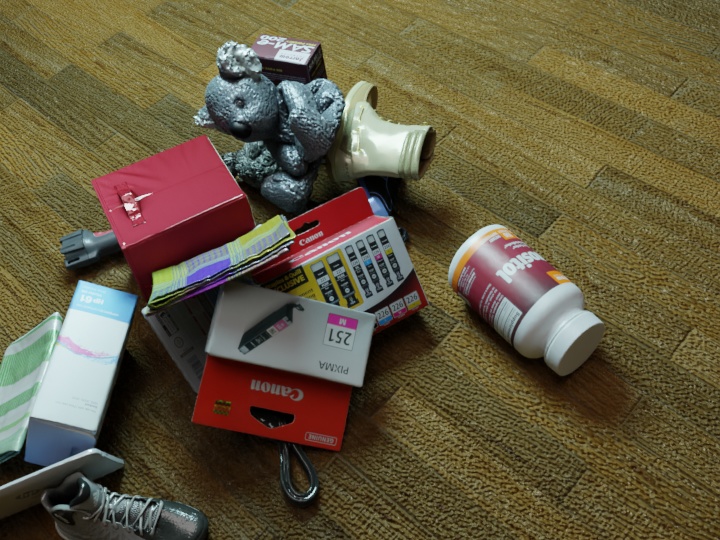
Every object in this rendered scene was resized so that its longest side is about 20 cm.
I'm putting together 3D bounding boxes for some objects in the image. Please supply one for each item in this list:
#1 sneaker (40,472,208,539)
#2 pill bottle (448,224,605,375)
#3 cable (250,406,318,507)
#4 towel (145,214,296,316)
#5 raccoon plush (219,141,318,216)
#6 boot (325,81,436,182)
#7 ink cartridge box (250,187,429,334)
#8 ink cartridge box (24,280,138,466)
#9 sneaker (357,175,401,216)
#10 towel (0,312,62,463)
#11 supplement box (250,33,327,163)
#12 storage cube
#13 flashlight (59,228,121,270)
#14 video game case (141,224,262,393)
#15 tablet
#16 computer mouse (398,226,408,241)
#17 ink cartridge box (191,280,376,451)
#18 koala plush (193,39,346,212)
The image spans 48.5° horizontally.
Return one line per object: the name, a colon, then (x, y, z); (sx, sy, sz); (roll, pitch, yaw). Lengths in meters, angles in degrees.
sneaker: (-0.284, 0.285, 0.934); (0.197, 0.116, 0.076); (1, 52, 10)
pill bottle: (0.217, 0.039, 1.046); (0.112, 0.114, 0.200); (-34, 55, -17)
cable: (-0.105, 0.210, 1.027); (0.096, 0.051, 0.200); (-25, 63, -32)
towel: (-0.173, -0.013, 0.992); (0.198, 0.023, 0.144); (-24, 19, -1)
raccoon plush: (-0.158, -0.132, 1.283); (0.199, 0.096, 0.136); (-25, 61, 28)
boot: (0.042, -0.212, 1.213); (0.153, 0.073, 0.201); (3, 49, 19)
ink cartridge box: (-0.037, 0.008, 1.066); (0.198, 0.177, 0.084); (-27, 13, -12)
ink cartridge box: (-0.359, 0.139, 1.031); (0.084, 0.145, 0.202); (16, 51, -14)
sneaker: (0.034, -0.144, 1.246); (0.077, 0.070, 0.202); (-17, 51, 3)
towel: (-0.462, 0.164, 1.067); (0.152, 0.023, 0.202); (-27, 42, 36)
supplement box: (-0.105, -0.272, 1.283); (0.108, 0.201, 0.061); (13, 55, 18)
storage cube: (-0.252, -0.054, 1.141); (0.178, 0.201, 0.171); (-25, 47, -15)
flashlight: (-0.369, -0.065, 1.255); (0.198, 0.068, 0.069); (-20, 94, -2)
video game case: (-0.178, 0.052, 1.086); (0.199, 0.144, 0.018); (-38, 29, -20)
tablet: (-0.394, 0.265, 0.962); (0.198, 0.130, 0.014); (-23, 72, -8)
computer mouse: (0.000, 0.000, 1.169); (0.199, 0.034, 0.058); (-37, 35, -24)
ink cartridge box: (-0.093, 0.119, 0.981); (0.198, 0.044, 0.176); (14, 80, -15)
koala plush: (-0.135, -0.224, 1.153); (0.198, 0.178, 0.185); (22, 46, -8)
